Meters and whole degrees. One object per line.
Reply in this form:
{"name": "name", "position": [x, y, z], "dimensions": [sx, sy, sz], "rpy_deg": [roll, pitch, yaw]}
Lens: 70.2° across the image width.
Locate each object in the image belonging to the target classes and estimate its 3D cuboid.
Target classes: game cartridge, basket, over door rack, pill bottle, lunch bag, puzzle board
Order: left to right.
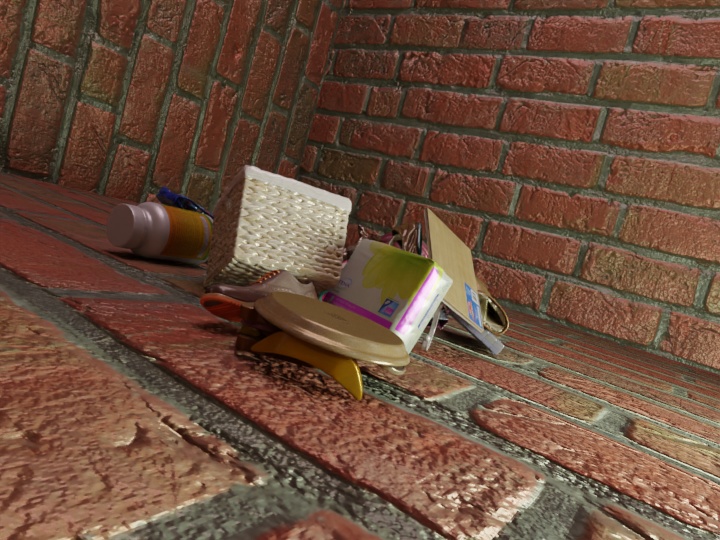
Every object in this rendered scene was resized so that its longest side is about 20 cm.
{"name": "pill bottle", "position": [-0.397, -0.076, 1.035], "dimensions": [0.111, 0.111, 0.200], "rpy_deg": [18, 4, 29]}
{"name": "lunch bag", "position": [-0.396, -0.123, 1.220], "dimensions": [0.150, 0.094, 0.200], "rpy_deg": [21, -26, 54]}
{"name": "basket", "position": [-0.145, -0.048, 0.883], "dimensions": [0.199, 0.161, 0.198], "rpy_deg": [13, -21, -27]}
{"name": "over door rack", "position": [0.087, 0.039, 0.944], "dimensions": [0.147, 0.067, 0.200], "rpy_deg": [18, 48, 16]}
{"name": "puzzle board", "position": [0.165, -0.002, 0.928], "dimensions": [0.017, 0.200, 0.151], "rpy_deg": [-28, -49, 30]}
{"name": "game cartridge", "position": [0.242, 0.117, 1.110], "dimensions": [0.130, 0.038, 0.200], "rpy_deg": [47, 6, 3]}

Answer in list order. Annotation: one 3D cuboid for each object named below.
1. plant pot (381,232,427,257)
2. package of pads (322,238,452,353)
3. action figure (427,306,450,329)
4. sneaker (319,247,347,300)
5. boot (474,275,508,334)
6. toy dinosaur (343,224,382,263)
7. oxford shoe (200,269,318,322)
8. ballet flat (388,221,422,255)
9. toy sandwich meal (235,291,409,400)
{"name": "plant pot", "position": [0.096, 0.010, 1.395], "dimensions": [0.199, 0.201, 0.179], "rpy_deg": [16, 20, 5]}
{"name": "package of pads", "position": [0.034, 0.035, 0.813], "dimensions": [0.068, 0.155, 0.200], "rpy_deg": [39, -11, -36]}
{"name": "action figure", "position": [0.095, 0.085, 1.091], "dimensions": [0.149, 0.134, 0.200], "rpy_deg": [-28, 13, -22]}
{"name": "sneaker", "position": [-0.070, 0.008, 1.083], "dimensions": [0.200, 0.121, 0.084], "rpy_deg": [29, -40, 1]}
{"name": "boot", "position": [0.242, 0.057, 1.057], "dimensions": [0.175, 0.066, 0.200], "rpy_deg": [46, 8, 16]}
{"name": "toy dinosaur", "position": [0.000, 0.000, 1.019], "dimensions": [0.086, 0.201, 0.136], "rpy_deg": [15, -9, 17]}
{"name": "oxford shoe", "position": [-0.133, 0.033, 0.698], "dimensions": [0.071, 0.073, 0.200], "rpy_deg": [-10, -15, 31]}
{"name": "ballet flat", "position": [0.082, -0.016, 0.916], "dimensions": [0.072, 0.068, 0.200], "rpy_deg": [-8, 44, 6]}
{"name": "toy sandwich meal", "position": [-0.044, 0.082, 0.578], "dimensions": [0.205, 0.070, 0.205], "rpy_deg": [21, 3, -1]}
